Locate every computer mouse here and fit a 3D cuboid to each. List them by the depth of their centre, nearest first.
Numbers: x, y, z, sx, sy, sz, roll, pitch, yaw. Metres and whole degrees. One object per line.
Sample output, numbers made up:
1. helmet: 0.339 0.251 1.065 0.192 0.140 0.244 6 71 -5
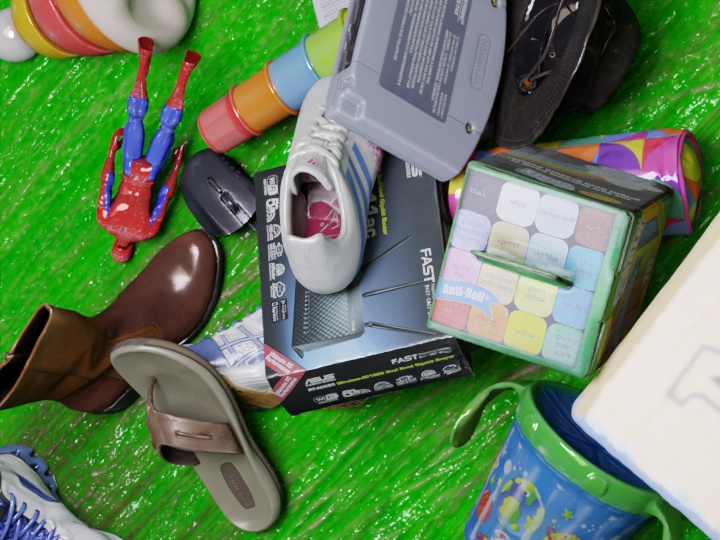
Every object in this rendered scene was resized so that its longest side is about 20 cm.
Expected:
1. computer mouse: -0.091 -0.036 1.594 0.059 0.034 0.200 -44 55 -1

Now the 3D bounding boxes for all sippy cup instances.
1. sippy cup: 0.148 0.174 1.454 0.131 0.139 0.178 -58 29 19

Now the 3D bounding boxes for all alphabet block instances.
1. alphabet block: 0.298 0.085 1.361 0.196 0.195 0.201 40 101 19

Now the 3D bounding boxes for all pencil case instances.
1. pencil case: 0.165 -0.060 1.492 0.198 0.088 0.089 -4 83 24

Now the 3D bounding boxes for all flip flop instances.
1. flip flop: -0.133 0.137 1.559 0.081 0.058 0.201 -15 114 37

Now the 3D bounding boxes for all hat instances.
1. hat: 0.168 -0.183 1.492 0.080 0.200 0.203 13 90 -18

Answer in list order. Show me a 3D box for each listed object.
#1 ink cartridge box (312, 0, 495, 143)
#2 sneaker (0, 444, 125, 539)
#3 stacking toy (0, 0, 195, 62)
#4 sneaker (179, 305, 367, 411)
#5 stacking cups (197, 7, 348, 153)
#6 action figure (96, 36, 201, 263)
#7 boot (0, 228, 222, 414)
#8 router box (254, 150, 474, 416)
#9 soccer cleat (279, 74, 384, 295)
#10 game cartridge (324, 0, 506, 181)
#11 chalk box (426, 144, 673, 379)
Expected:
1. ink cartridge box: 0.031 -0.185 1.581 0.118 0.042 0.202 -20 80 22
2. sneaker: -0.278 0.225 1.627 0.199 0.115 0.081 41 101 21
3. stacking toy: -0.253 -0.233 1.677 0.199 0.145 0.148 -17 78 38
4. sneaker: -0.079 0.065 1.594 0.198 0.075 0.089 0 70 18
5. stacking cups: -0.044 -0.159 1.570 0.199 0.060 0.061 -29 74 27
6. action figure: -0.182 -0.095 1.632 0.065 0.052 0.201 14 114 -8
7. boot: -0.212 0.036 1.573 0.188 0.200 0.069 -47 69 12
8. router box: 0.000 0.000 1.492 0.148 0.062 0.201 -14 55 11
9. soccer cleat: -0.023 -0.080 1.458 0.069 0.087 0.202 -8 57 15
10. game cartridge: 0.049 -0.174 1.489 0.041 0.133 0.202 -20 49 48
11. chalk box: 0.130 -0.006 1.359 0.123 0.200 0.125 19 105 17
